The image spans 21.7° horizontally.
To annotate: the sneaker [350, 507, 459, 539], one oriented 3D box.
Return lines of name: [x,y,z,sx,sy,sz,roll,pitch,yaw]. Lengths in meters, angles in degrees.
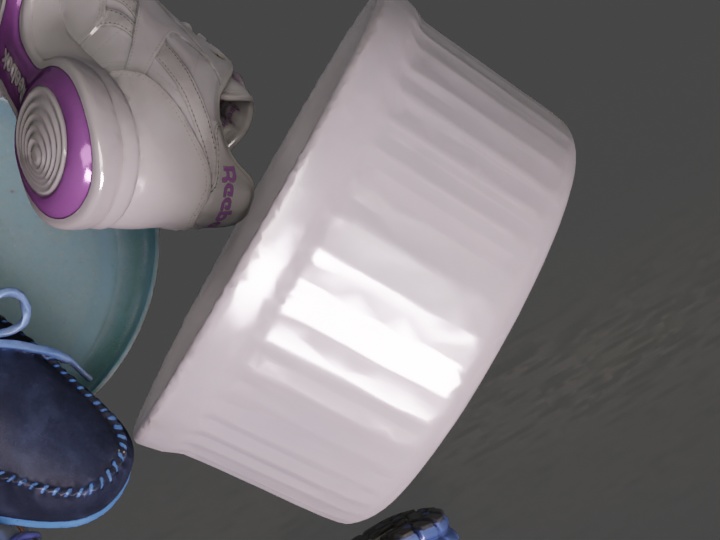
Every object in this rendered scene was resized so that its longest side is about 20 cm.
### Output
sneaker: [-0.031,0.184,0.778,0.199,0.077,0.085,-32,91,-2]

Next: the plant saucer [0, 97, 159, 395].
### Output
plant saucer: [-0.184,-0.008,0.786,0.199,0.027,0.201,3,66,-8]

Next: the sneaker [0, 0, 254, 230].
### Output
sneaker: [-0.102,-0.082,0.776,0.099,0.075,0.201,7,41,-31]

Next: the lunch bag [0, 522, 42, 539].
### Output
lunch bag: [-0.229,0.107,0.737,0.199,0.160,0.076,16,85,0]

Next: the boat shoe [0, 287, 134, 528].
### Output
boat shoe: [-0.177,0.031,0.711,0.199,0.069,0.084,25,51,2]

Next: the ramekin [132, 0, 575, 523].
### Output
ramekin: [0.000,0.000,0.734,0.097,0.200,0.201,30,86,-6]
